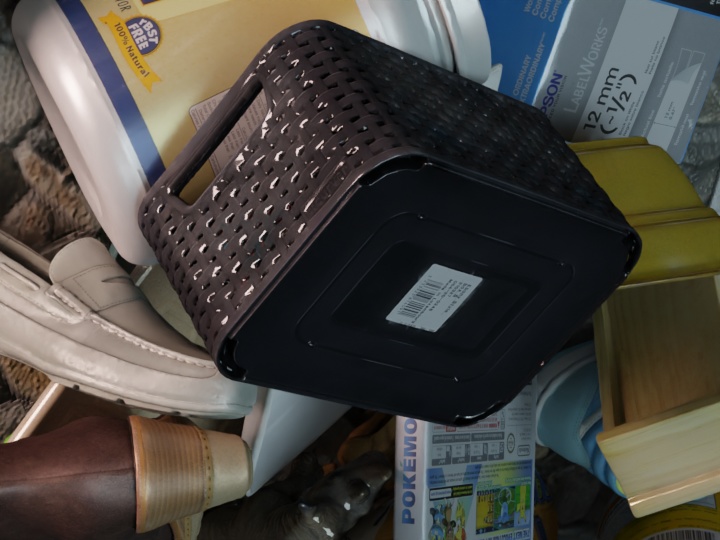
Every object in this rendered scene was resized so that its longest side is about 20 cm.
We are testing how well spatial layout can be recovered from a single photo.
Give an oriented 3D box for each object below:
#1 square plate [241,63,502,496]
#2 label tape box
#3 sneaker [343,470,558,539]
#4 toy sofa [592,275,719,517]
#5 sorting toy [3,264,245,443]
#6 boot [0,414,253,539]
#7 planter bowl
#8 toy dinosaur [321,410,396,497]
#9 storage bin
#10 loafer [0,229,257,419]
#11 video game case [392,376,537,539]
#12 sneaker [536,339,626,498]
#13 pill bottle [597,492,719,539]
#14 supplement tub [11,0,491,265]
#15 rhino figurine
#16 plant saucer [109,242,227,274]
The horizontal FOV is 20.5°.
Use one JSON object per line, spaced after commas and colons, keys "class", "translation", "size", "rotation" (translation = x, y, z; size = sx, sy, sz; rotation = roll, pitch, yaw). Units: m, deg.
{"class": "square plate", "translation": [0.000, 0.000, 1.089], "size": [0.198, 0.028, 0.200], "rotation": [-40, 152, -45]}
{"class": "label tape box", "translation": [0.124, -0.149, 1.146], "size": [0.200, 0.066, 0.144], "rotation": [7, 109, -41]}
{"class": "sneaker", "translation": [0.047, 0.166, 1.260], "size": [0.088, 0.075, 0.200], "rotation": [-27, 165, 34]}
{"class": "toy sofa", "translation": [0.190, 0.059, 1.209], "size": [0.083, 0.200, 0.098], "rotation": [-19, 126, 16]}
{"class": "sorting toy", "translation": [-0.124, 0.082, 1.075], "size": [0.200, 0.036, 0.185], "rotation": [-50, 152, 0]}
{"class": "boot", "translation": [-0.155, 0.105, 0.951], "size": [0.166, 0.200, 0.073], "rotation": [-3, 78, -21]}
{"class": "planter bowl", "translation": [0.121, -0.028, 1.116], "size": [0.200, 0.200, 0.084], "rotation": [-8, 88, -34]}
{"class": "toy dinosaur", "translation": [0.012, 0.108, 1.155], "size": [0.106, 0.060, 0.200], "rotation": [-36, 166, -52]}
{"class": "storage bin", "translation": [0.016, -0.015, 0.916], "size": [0.200, 0.094, 0.135], "rotation": [15, 123, -48]}
{"class": "loafer", "translation": [-0.135, 0.019, 0.957], "size": [0.070, 0.200, 0.070], "rotation": [20, 89, -69]}
{"class": "video game case", "translation": [0.062, 0.121, 1.138], "size": [0.200, 0.022, 0.183], "rotation": [10, 81, -68]}
{"class": "sneaker", "translation": [0.213, 0.085, 1.287], "size": [0.200, 0.131, 0.080], "rotation": [-27, 133, -23]}
{"class": "pill bottle", "translation": [0.210, 0.194, 1.295], "size": [0.111, 0.200, 0.111], "rotation": [2, 110, 5]}
{"class": "supplement tub", "translation": [-0.052, -0.104, 0.963], "size": [0.200, 0.144, 0.145], "rotation": [-26, 127, -10]}
{"class": "rhino figurine", "translation": [-0.046, 0.146, 1.102], "size": [0.060, 0.200, 0.087], "rotation": [53, 44, -7]}
{"class": "plant saucer", "translation": [-0.083, -0.066, 1.066], "size": [0.070, 0.019, 0.200], "rotation": [13, 106, -40]}
